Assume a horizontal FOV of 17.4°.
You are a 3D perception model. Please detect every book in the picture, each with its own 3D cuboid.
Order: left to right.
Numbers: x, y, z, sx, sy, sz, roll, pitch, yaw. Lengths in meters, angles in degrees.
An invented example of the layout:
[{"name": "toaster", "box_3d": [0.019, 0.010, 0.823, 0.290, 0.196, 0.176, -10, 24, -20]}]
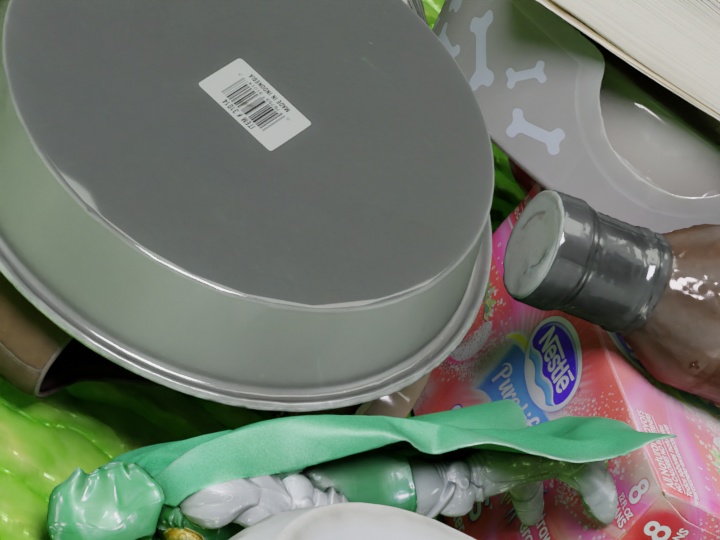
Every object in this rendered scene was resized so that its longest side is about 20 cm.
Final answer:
[{"name": "book", "box_3d": [0.115, -0.114, 0.956, 0.133, 0.048, 0.200, 36, 12, -18]}]

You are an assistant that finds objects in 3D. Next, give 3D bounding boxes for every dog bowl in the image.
[{"name": "dog bowl", "box_3d": [0.111, -0.060, 0.972, 0.200, 0.059, 0.200, 35, 15, -11]}]

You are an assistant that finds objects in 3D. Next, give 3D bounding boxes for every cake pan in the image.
[{"name": "cake pan", "box_3d": [-0.040, -0.045, 0.777, 0.199, 0.037, 0.201, 15, 47, -17]}]

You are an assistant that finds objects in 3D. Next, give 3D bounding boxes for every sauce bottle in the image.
[{"name": "sauce bottle", "box_3d": [0.145, 0.021, 0.845, 0.199, 0.065, 0.065, 22, 27, -22]}]

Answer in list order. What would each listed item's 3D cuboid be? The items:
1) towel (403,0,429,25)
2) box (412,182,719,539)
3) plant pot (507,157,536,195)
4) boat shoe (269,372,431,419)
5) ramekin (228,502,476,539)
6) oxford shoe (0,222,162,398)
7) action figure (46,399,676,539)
[{"name": "towel", "box_3d": [0.020, -0.113, 1.072, 0.193, 0.034, 0.201, -90, 161, -61]}, {"name": "box", "box_3d": [0.093, 0.071, 0.894, 0.094, 0.103, 0.200, 28, 26, -26]}, {"name": "plant pot", "box_3d": [0.189, -0.064, 1.152, 0.200, 0.183, 0.200, 39, 6, -5]}, {"name": "boat shoe", "box_3d": [0.000, 0.000, 0.918, 0.068, 0.072, 0.200, 38, 22, -8]}, {"name": "ramekin", "box_3d": [0.011, 0.153, 0.604, 0.200, 0.105, 0.200, 34, 23, -16]}, {"name": "oxford shoe", "box_3d": [-0.053, 0.002, 0.807, 0.199, 0.073, 0.085, -20, 62, -39]}, {"name": "action figure", "box_3d": [-0.011, 0.071, 0.755, 0.199, 0.118, 0.055, -1, 83, -33]}]
